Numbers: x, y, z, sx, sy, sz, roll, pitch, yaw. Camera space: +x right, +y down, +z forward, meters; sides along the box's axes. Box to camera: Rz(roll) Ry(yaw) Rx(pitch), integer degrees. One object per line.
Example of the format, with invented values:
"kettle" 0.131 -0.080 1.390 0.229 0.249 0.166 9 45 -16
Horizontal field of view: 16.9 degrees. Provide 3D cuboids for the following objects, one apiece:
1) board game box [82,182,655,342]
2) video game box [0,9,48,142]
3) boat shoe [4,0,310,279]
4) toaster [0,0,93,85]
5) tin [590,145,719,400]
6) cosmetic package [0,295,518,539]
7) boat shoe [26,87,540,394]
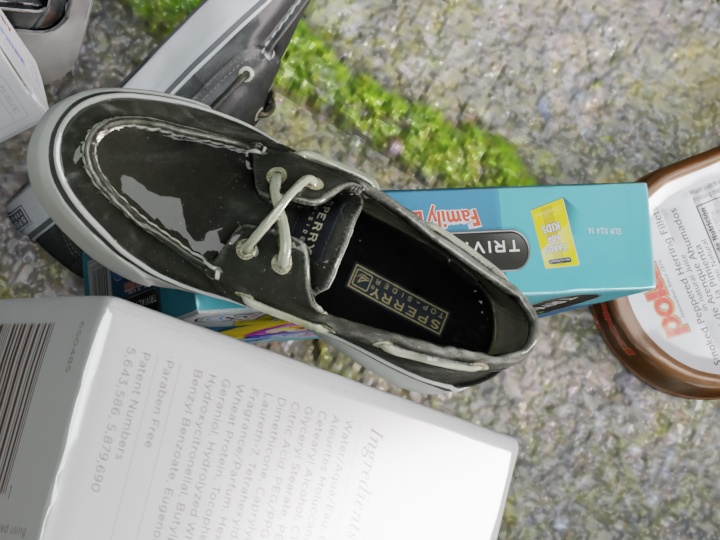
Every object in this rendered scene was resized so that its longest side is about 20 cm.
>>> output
"board game box" 0.000 0.000 1.014 0.198 0.151 0.047 -2 84 -22
"video game box" -0.246 -0.088 0.910 0.199 0.183 0.047 -25 44 4
"boat shoe" -0.072 -0.078 1.082 0.057 0.069 0.200 45 84 -9
"toaster" -0.194 -0.173 0.968 0.179 0.201 0.119 4 39 -21
"tin" 0.202 -0.014 1.127 0.199 0.042 0.113 -22 82 -11
"cosmetic package" -0.073 0.117 0.969 0.199 0.164 0.166 21 78 -29
"boat shoe" -0.024 -0.015 0.889 0.199 0.064 0.071 24 75 -18
